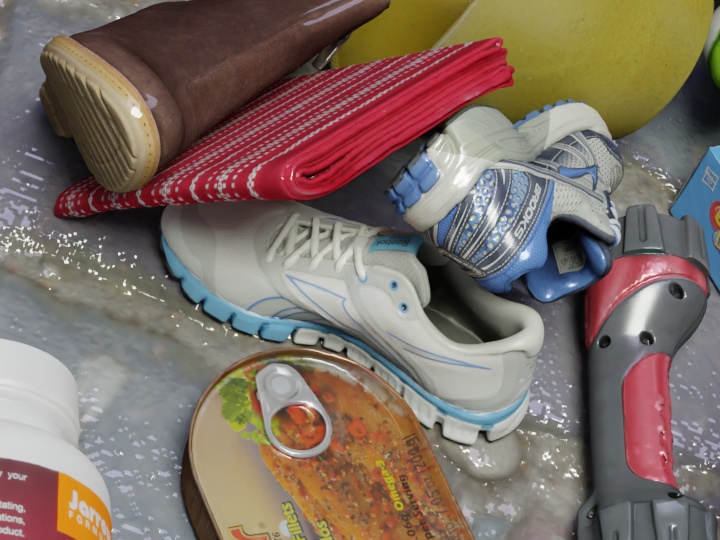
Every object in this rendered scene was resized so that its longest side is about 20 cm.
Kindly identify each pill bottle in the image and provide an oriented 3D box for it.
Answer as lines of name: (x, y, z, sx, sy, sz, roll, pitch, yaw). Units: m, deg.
pill bottle: (-0.151, 0.131, 0.709, 0.112, 0.113, 0.201, 5, 54, -15)

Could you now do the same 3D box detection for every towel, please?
towel: (-0.038, -0.061, 0.858, 0.144, 0.199, 0.023, -32, 108, -34)

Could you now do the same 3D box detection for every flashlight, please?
flashlight: (0.140, 0.066, 0.884, 0.068, 0.068, 0.201, 16, 51, -19)

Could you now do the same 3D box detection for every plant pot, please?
plant pot: (0.097, -0.144, 0.964, 0.141, 0.200, 0.201, 30, 48, -22)

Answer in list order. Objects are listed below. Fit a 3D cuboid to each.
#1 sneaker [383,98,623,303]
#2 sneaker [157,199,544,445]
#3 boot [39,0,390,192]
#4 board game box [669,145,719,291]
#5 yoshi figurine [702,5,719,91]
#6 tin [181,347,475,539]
sneaker: (0.083, -0.023, 0.865, 0.085, 0.077, 0.200, 52, 26, 12)
sneaker: (0.000, 0.000, 0.874, 0.199, 0.087, 0.075, 25, 53, 3)
boot: (-0.062, -0.105, 0.862, 0.166, 0.200, 0.073, -25, 105, -11)
board game box: (0.297, 0.009, 0.983, 0.195, 0.056, 0.201, -14, 60, -27)
yoshi figurine: (0.237, -0.152, 1.010, 0.112, 0.113, 0.200, -6, 21, 20)
tin: (-0.009, 0.126, 0.809, 0.111, 0.042, 0.201, -9, 58, -28)
